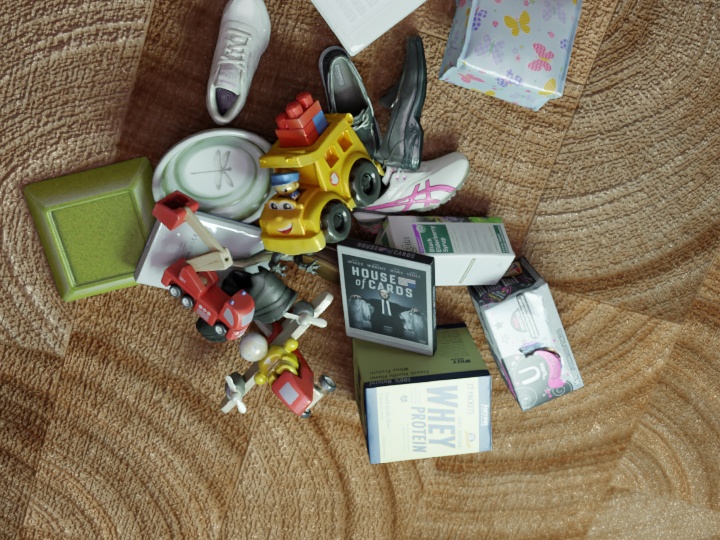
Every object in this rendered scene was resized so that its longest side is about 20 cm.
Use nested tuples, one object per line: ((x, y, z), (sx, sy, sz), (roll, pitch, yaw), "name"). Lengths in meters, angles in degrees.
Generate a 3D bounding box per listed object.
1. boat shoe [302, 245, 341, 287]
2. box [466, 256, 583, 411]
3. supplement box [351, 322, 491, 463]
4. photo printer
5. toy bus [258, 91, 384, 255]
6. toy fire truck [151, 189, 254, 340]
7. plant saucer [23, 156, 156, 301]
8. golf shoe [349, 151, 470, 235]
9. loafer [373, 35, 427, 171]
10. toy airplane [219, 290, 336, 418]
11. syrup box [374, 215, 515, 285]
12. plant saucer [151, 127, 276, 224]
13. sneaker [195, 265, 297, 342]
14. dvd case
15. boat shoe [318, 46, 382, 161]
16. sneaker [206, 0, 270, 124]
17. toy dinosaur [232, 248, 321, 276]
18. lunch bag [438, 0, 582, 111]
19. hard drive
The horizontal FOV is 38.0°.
((0.000, 0.000, 1.664), (0.199, 0.070, 0.070), (26, 73, 0), "boat shoe")
((0.266, 0.104, 1.708), (0.114, 0.132, 0.200), (-24, 112, 1), "box")
((0.095, 0.193, 1.685), (0.199, 0.200, 0.135), (-6, 112, -5), "supplement box")
((0.018, -0.433, 1.500), (0.200, 0.069, 0.167), (-37, 111, 7), "photo printer")
((-0.079, -0.148, 1.507), (0.135, 0.200, 0.192), (4, 134, 36), "toy bus")
((-0.227, -0.006, 1.525), (0.200, 0.049, 0.141), (39, 131, 9), "toy fire truck")
((-0.396, -0.054, 1.608), (0.199, 0.048, 0.201), (-14, 113, -2), "plant saucer")
((0.075, -0.132, 1.612), (0.200, 0.073, 0.092), (-29, 134, 4), "golf shoe")
((0.061, -0.252, 1.564), (0.072, 0.073, 0.201), (5, 89, 7), "loafer")
((-0.135, 0.127, 1.636), (0.141, 0.199, 0.201), (31, 63, -40), "toy airplane")
((0.129, -0.030, 1.633), (0.199, 0.079, 0.082), (0, 144, -21), "syrup box")
((-0.215, -0.145, 1.573), (0.199, 0.050, 0.201), (-11, 138, -10), "plant saucer")
((-0.189, 0.045, 1.606), (0.200, 0.076, 0.091), (-25, 116, 34), "sneaker")
((0.043, 0.042, 1.602), (0.150, 0.025, 0.200), (12, 137, 18), "dvd case")
((-0.017, -0.235, 1.572), (0.072, 0.071, 0.201), (-22, 113, 2), "boat shoe")
((-0.175, -0.304, 1.511), (0.075, 0.100, 0.201), (12, 108, -9), "sneaker")
((-0.117, -0.026, 1.602), (0.199, 0.088, 0.048), (-21, 134, -22), "toy dinosaur")
((0.223, -0.357, 1.526), (0.169, 0.127, 0.201), (15, 83, -12), "lunch bag")
((-0.234, -0.021, 1.618), (0.199, 0.025, 0.132), (14, 112, -32), "hard drive")
